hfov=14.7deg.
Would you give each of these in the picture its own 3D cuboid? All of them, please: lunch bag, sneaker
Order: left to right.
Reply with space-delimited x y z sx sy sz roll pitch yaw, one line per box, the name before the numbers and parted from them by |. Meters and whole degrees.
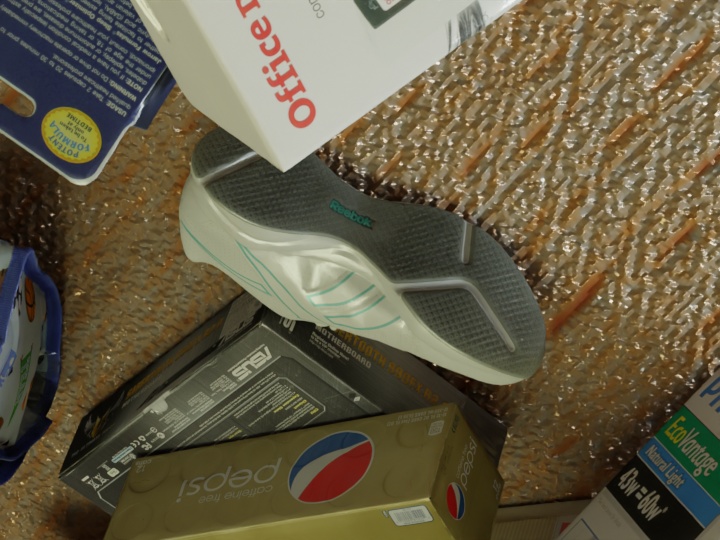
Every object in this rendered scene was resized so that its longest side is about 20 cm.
lunch bag | -0.248 0.037 1.450 0.170 0.124 0.200 17 172 3
sneaker | 0.000 0.000 1.386 0.200 0.070 0.080 30 145 -1

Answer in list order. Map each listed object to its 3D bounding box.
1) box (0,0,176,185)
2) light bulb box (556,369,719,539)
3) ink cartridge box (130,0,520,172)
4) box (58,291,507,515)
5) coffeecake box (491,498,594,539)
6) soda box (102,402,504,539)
box | -0.106 -0.148 1.188 0.121 0.032 0.200 35 93 8
light bulb box | 0.195 0.192 1.377 0.198 0.125 0.200 42 93 -21
ink cartridge box | -0.001 -0.159 1.127 0.084 0.200 0.146 39 163 53
box | -0.044 0.098 1.503 0.158 0.048 0.200 36 134 -18
coffeecake box | 0.130 0.221 1.544 0.153 0.073 0.200 -8 129 28
soda box | -0.031 0.127 1.443 0.200 0.068 0.064 -11 130 27
